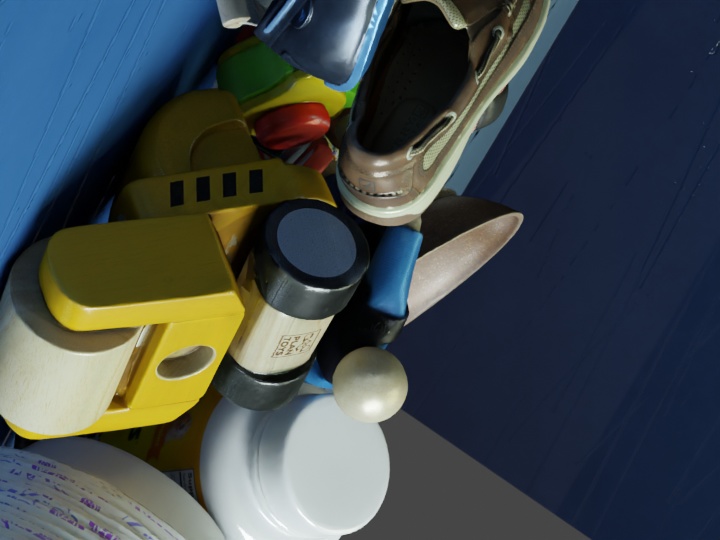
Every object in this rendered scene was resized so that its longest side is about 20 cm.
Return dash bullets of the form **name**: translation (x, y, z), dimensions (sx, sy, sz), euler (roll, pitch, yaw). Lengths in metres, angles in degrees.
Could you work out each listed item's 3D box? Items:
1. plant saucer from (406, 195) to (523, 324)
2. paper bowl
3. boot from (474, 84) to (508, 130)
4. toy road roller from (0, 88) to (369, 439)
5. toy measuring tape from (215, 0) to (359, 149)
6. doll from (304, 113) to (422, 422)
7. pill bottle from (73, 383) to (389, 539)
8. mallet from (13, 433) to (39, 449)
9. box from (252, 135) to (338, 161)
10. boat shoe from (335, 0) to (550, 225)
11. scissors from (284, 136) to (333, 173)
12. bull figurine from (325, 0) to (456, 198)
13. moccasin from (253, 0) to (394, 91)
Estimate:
- **plant saucer**: translation (0.007, 0.011, 1.496), dimensions (0.200, 0.037, 0.200), euler (-33, 171, -6)
- **paper bowl**: translation (-0.148, 0.170, 1.360), dimensions (0.105, 0.200, 0.201), euler (-55, 176, -32)
- **boot**: translation (0.066, -0.142, 1.619), dimensions (0.145, 0.072, 0.200), euler (-67, 164, 17)
- **toy road roller**: translation (-0.105, -0.008, 1.277), dimensions (0.199, 0.146, 0.123), euler (-9, 150, -28)
- **toy measuring tape**: translation (-0.057, -0.109, 1.330), dimensions (0.074, 0.073, 0.200), euler (-56, 159, 3)
- **doll**: translation (0.000, 0.000, 1.347), dimensions (0.137, 0.048, 0.201), euler (-50, -152, 36)
- **pill bottle**: translation (-0.076, 0.117, 1.427), dimensions (0.199, 0.109, 0.109), euler (-11, -146, 49)
- **mallet**: translation (-0.206, 0.122, 1.476), dimensions (0.066, 0.041, 0.200), euler (-57, 172, -32)
- **box**: translation (-0.003, -0.125, 1.629), dimensions (0.200, 0.038, 0.137), euler (-55, 159, -17)
- **boat shoe**: translation (0.047, -0.122, 1.274), dimensions (0.075, 0.074, 0.203), euler (75, 34, -64)
- **scissors**: translation (-0.087, -0.009, 1.398), dimensions (0.200, 0.014, 0.073), euler (-41, -167, 17)
- **bull figurine**: translation (0.015, -0.118, 1.464), dimensions (0.065, 0.122, 0.200), euler (-25, 156, -15)
- **moccasin**: translation (-0.002, -0.178, 1.182), dimensions (0.081, 0.068, 0.201), euler (-65, 176, -64)
